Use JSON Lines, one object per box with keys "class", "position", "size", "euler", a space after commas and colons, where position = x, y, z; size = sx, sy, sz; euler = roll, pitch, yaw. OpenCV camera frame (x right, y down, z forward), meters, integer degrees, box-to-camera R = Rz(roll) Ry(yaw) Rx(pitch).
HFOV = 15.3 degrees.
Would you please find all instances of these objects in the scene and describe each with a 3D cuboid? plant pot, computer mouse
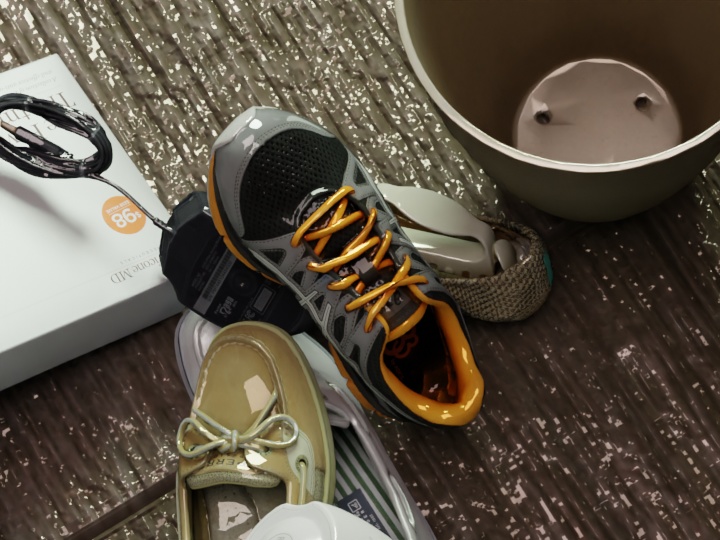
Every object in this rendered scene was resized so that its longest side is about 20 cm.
{"class": "plant pot", "position": [0.118, -0.100, 1.334], "size": [0.186, 0.200, 0.189], "euler": [-2, 70, 5]}
{"class": "computer mouse", "position": [-0.104, -0.031, 1.361], "size": [0.200, 0.034, 0.059], "euler": [35, 120, 0]}

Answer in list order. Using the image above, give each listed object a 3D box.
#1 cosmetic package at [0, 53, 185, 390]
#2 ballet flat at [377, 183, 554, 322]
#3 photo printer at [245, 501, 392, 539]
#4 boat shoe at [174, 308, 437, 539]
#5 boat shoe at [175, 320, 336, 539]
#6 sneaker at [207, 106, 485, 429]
{"class": "cosmetic package", "position": [-0.203, -0.014, 1.371], "size": [0.199, 0.052, 0.151], "euler": [-24, 71, -34]}
{"class": "ballet flat", "position": [0.003, -0.022, 1.384], "size": [0.199, 0.075, 0.068], "euler": [10, 60, 9]}
{"class": "photo printer", "position": [-0.010, 0.218, 1.229], "size": [0.069, 0.166, 0.201], "euler": [-9, 49, 33]}
{"class": "boat shoe", "position": [-0.024, 0.083, 1.357], "size": [0.073, 0.067, 0.200], "euler": [-40, 72, -9]}
{"class": "boat shoe", "position": [-0.057, 0.124, 1.293], "size": [0.073, 0.063, 0.202], "euler": [1, 84, 20]}
{"class": "sneaker", "position": [0.000, 0.000, 1.306], "size": [0.078, 0.077, 0.200], "euler": [-44, 118, -9]}
